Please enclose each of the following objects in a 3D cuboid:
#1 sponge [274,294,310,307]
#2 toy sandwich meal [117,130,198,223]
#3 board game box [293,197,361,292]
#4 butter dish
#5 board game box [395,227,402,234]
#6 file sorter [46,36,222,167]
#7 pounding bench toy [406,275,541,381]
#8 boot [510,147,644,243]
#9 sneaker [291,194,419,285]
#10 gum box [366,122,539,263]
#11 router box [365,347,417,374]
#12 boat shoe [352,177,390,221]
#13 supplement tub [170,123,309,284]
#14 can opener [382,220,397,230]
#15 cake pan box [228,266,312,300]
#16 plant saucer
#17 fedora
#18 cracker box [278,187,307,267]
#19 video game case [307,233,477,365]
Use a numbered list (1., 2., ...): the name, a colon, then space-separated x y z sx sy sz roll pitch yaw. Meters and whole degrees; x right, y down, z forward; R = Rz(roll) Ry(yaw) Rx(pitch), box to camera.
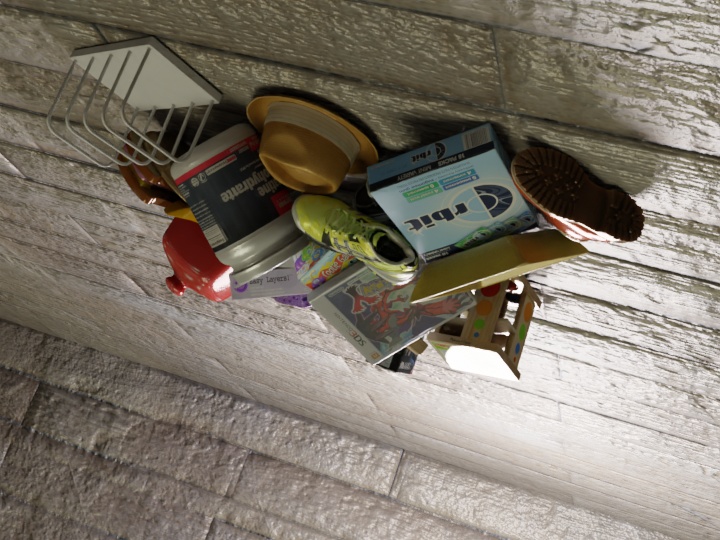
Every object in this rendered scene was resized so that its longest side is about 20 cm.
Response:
1. sponge: -0.042 0.026 1.885 0.198 0.030 0.111 -14 -170 -29
2. toy sandwich meal: -0.285 -0.135 1.675 0.205 0.070 0.206 46 -166 -15
3. board game box: 0.000 0.000 1.657 0.103 0.106 0.199 -41 126 19
4. butter dish: -0.299 -0.014 2.002 0.200 0.148 0.200 43 167 17
5. board game box: 0.118 -0.066 1.548 0.104 0.024 0.200 24 144 -8
6. file sorter: -0.323 -0.227 1.513 0.198 0.126 0.138 3 156 43
7. pounding bench toy: 0.172 0.068 1.749 0.198 0.158 0.124 8 158 31
8. boot: 0.251 -0.086 1.358 0.198 0.076 0.107 28 166 -24
9. sneaker: -0.002 -0.055 1.494 0.198 0.076 0.076 26 161 -2
10. gum box: 0.124 -0.095 1.400 0.168 0.045 0.200 -18 147 18
11. router box: 0.075 0.101 1.894 0.061 0.152 0.200 18 178 11
12. boat shoe: 0.042 -0.122 1.482 0.070 0.073 0.199 14 158 -34
13. supplement tub: -0.174 -0.098 1.567 0.202 0.140 0.140 61 153 -8
14. can opener: 0.097 -0.056 1.634 0.198 0.054 0.067 24 145 -9
15. cake pan box: -0.116 0.003 1.830 0.197 0.053 0.184 -6 -173 6
16. plant saucer: 0.190 -0.012 1.508 0.198 0.049 0.199 -21 173 37
17. fedora: -0.076 -0.162 1.484 0.198 0.083 0.201 19 162 7
18. cracker box: -0.149 -0.077 1.750 0.198 0.057 0.136 2 117 47
19. video game case: 0.049 0.043 1.617 0.199 0.023 0.182 -32 129 15
